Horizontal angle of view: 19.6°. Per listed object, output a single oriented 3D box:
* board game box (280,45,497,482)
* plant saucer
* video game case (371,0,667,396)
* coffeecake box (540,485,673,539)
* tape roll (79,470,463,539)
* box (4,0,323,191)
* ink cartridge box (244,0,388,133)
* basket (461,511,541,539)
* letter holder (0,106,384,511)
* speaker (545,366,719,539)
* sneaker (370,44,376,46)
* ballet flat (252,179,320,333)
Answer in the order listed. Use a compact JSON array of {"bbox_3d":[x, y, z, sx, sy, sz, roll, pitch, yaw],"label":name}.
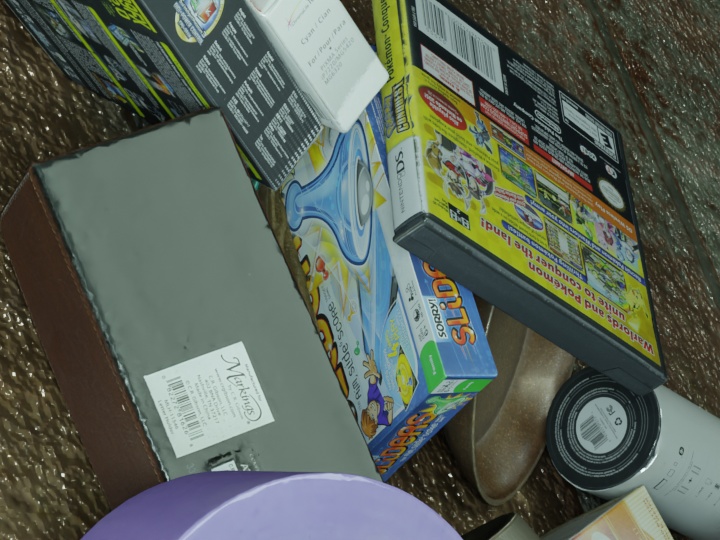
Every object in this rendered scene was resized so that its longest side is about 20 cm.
[{"bbox_3d":[0.000,0.000,1.117,0.034,0.135,0.202,1,58,-31],"label":"board game box"},{"bbox_3d":[0.089,0.037,1.232,0.200,0.036,0.203,13,90,-70],"label":"plant saucer"},{"bbox_3d":[0.085,-0.048,1.123,0.199,0.025,0.182,32,39,-36],"label":"video game case"},{"bbox_3d":[0.133,0.227,1.171,0.155,0.073,0.200,62,30,4],"label":"coffeecake box"},{"bbox_3d":[-0.036,0.182,0.848,0.198,0.085,0.202,3,85,-32],"label":"tape roll"},{"bbox_3d":[-0.119,-0.133,0.998,0.159,0.044,0.200,28,-15,32],"label":"box"},{"bbox_3d":[-0.099,-0.160,1.047,0.199,0.045,0.176,25,-19,42],"label":"ink cartridge box"},{"bbox_3d":[0.079,0.231,0.992,0.201,0.179,0.136,57,-5,2],"label":"basket"},{"bbox_3d":[-0.092,0.050,0.987,0.100,0.142,0.202,-20,81,-28],"label":"letter holder"},{"bbox_3d":[0.197,0.122,1.336,0.200,0.081,0.082,27,41,-53],"label":"speaker"},{"bbox_3d":[0.031,-0.031,1.184,0.089,0.078,0.202,-62,146,-62],"label":"sneaker"},{"bbox_3d":[-0.059,-0.013,1.112,0.072,0.067,0.201,51,13,-51],"label":"ballet flat"}]
